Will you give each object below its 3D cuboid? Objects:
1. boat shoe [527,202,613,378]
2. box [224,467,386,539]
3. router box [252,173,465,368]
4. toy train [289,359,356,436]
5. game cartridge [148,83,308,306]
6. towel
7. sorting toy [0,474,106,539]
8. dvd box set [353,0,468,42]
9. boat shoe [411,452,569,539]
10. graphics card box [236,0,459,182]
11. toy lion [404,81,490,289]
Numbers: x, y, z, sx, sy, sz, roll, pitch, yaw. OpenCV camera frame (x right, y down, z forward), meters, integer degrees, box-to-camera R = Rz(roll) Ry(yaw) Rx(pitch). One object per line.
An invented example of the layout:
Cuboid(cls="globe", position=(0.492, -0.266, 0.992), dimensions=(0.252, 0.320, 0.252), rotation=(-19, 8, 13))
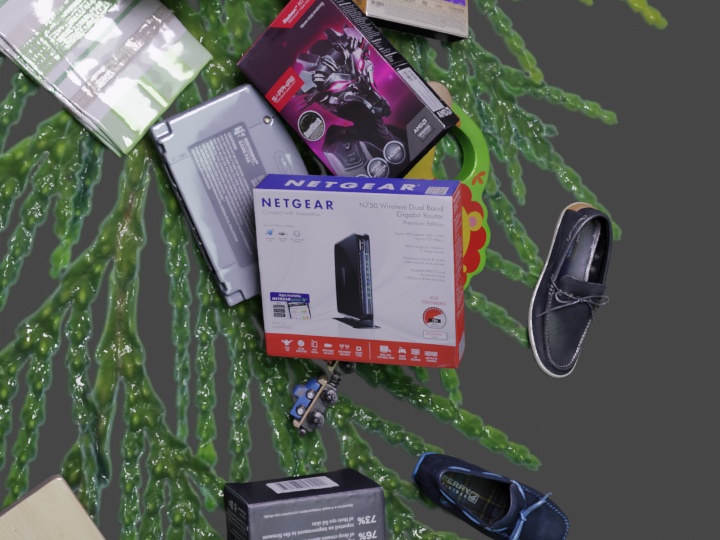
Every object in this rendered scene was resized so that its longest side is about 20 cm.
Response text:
Cuboid(cls="boat shoe", position=(0.238, 0.022, 1.407), dimensions=(0.074, 0.062, 0.201), rotation=(14, 89, -21))
Cuboid(cls="box", position=(-0.055, 0.317, 1.290), dimensions=(0.147, 0.104, 0.201), rotation=(-3, 94, -20))
Cuboid(cls="router box", position=(0.000, 0.000, 1.232), dimensions=(0.199, 0.049, 0.180), rotation=(3, 113, 15))
Cuboid(cls="toy train", position=(-0.020, 0.082, 1.310), dimensions=(0.046, 0.034, 0.201), rotation=(30, 95, -2))
Cuboid(cls="game cartridge", position=(-0.118, -0.080, 1.284), dimensions=(0.133, 0.040, 0.201), rotation=(-25, 104, -14))
Cuboid(cls="towel", position=(-0.261, -0.230, 1.235), dimensions=(0.200, 0.031, 0.149), rotation=(43, 79, -16))
Cuboid(cls="sorting toy", position=(-0.322, 0.330, 1.213), dimensions=(0.198, 0.070, 0.201), rotation=(-35, 103, -15))
Cuboid(cls="dvd box set", position=(0.051, -0.348, 1.308), dimensions=(0.146, 0.029, 0.201), rotation=(2, 85, -40))
Cuboid(cls="boat shoe", position=(0.148, 0.264, 1.379), dimensions=(0.199, 0.069, 0.085), rotation=(20, 85, -19))
Cuboid(cls="graphics card box", position=(-0.014, -0.176, 1.234), dimensions=(0.200, 0.051, 0.125), rotation=(49, 117, 3))
Cuboid(cls="toy lion", position=(0.071, -0.073, 1.349), dimensions=(0.192, 0.069, 0.200), rotation=(39, 79, -24))
